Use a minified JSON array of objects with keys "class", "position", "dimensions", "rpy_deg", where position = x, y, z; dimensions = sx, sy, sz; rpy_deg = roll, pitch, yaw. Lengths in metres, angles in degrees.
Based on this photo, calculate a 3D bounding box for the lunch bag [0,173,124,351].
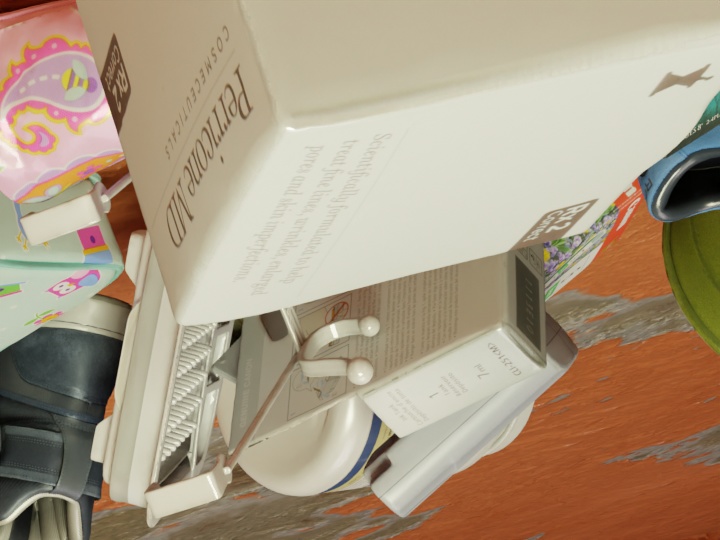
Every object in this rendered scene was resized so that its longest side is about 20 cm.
[{"class":"lunch bag","position":[-0.226,0.007,1.064],"dimensions":[0.199,0.078,0.160],"rpy_deg":[-27,166,32]}]

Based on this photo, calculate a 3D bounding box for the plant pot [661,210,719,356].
[{"class":"plant pot","position":[0.313,-0.052,1.315],"dimensions":[0.199,0.202,0.193],"rpy_deg":[-12,153,-20]}]

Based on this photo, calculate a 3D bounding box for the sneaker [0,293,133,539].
[{"class":"sneaker","position":[-0.201,0.090,1.184],"dimensions":[0.076,0.148,0.202],"rpy_deg":[12,170,-31]}]

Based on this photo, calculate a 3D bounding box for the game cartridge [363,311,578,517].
[{"class":"game cartridge","position":[0.061,0.076,1.170],"dimensions":[0.133,0.041,0.200],"rpy_deg":[-46,177,0]}]

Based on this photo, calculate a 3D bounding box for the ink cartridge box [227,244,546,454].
[{"class":"ink cartridge box","position":[0.016,0.005,1.130],"dimensions":[0.173,0.201,0.044],"rpy_deg":[-28,126,27]}]

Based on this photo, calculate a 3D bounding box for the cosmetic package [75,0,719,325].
[{"class":"cosmetic package","position":[0.002,-0.115,0.679],"dimensions":[0.164,0.202,0.165],"rpy_deg":[-13,163,-20]}]

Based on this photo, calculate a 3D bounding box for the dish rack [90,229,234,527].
[{"class":"dish rack","position":[-0.100,0.036,1.127],"dimensions":[0.043,0.173,0.200],"rpy_deg":[12,-174,2]}]

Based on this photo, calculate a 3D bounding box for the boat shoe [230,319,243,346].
[{"class":"boat shoe","position":[-0.021,0.005,1.281],"dimensions":[0.200,0.074,0.063],"rpy_deg":[-22,-168,35]}]

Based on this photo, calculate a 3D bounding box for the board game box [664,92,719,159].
[{"class":"board game box","position":[0.196,-0.148,0.900],"dimensions":[0.199,0.028,0.136],"rpy_deg":[-32,141,-22]}]

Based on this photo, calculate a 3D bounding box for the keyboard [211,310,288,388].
[{"class":"keyboard","position":[0.000,0.000,1.178],"dimensions":[0.200,0.056,0.011],"rpy_deg":[-46,139,-29]}]

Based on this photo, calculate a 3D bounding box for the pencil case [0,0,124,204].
[{"class":"pencil case","position":[-0.073,-0.097,0.885],"dimensions":[0.198,0.088,0.087],"rpy_deg":[-21,164,7]}]

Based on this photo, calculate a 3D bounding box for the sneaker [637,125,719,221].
[{"class":"sneaker","position":[0.223,-0.067,0.988],"dimensions":[0.199,0.079,0.066],"rpy_deg":[-16,129,28]}]

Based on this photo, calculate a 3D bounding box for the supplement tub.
[{"class":"supplement tub","position":[0.013,0.073,1.437],"dimensions":[0.199,0.146,0.144],"rpy_deg":[-1,157,-46]}]

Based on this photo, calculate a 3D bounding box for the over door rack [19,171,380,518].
[{"class":"over door rack","position":[-0.057,0.003,0.977],"dimensions":[0.066,0.149,0.200],"rpy_deg":[-16,-166,28]}]

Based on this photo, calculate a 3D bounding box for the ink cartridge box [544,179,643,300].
[{"class":"ink cartridge box","position":[0.125,-0.031,1.261],"dimensions":[0.200,0.050,0.109],"rpy_deg":[-38,169,-14]}]
